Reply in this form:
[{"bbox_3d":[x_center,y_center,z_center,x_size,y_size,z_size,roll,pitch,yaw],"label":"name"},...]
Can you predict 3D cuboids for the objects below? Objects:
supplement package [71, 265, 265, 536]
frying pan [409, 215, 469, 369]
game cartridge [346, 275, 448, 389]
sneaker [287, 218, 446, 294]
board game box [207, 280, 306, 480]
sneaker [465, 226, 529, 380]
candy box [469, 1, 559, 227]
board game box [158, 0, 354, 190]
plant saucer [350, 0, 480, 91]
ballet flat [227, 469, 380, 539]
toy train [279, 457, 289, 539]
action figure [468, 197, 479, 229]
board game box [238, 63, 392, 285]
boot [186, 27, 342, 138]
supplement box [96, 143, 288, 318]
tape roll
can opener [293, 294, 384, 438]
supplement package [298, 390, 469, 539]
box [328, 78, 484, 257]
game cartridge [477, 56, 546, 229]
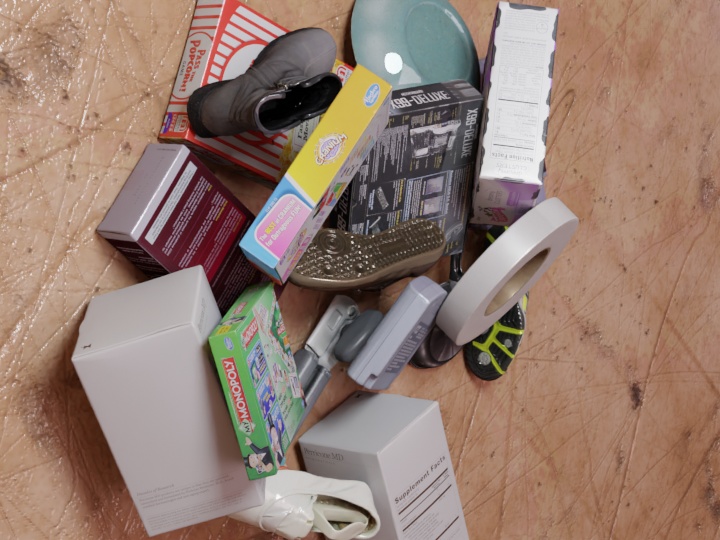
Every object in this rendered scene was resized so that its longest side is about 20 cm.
[{"bbox_3d":[-0.174,0.122,1.323,0.122,0.118,0.202,-94,167,-64],"label":"supplement package"},{"bbox_3d":[0.116,0.035,1.684,0.115,0.031,0.192,25,94,-53],"label":"frying pan"},{"bbox_3d":[0.045,0.069,1.543,0.134,0.040,0.200,-51,171,0],"label":"game cartridge"},{"bbox_3d":[0.000,0.000,1.485,0.198,0.071,0.076,-9,147,-30],"label":"sneaker"},{"bbox_3d":[-0.093,0.098,1.325,0.200,0.029,0.136,-64,139,-77],"label":"board game box"},{"bbox_3d":[0.183,0.039,1.755,0.076,0.075,0.203,-4,108,-67],"label":"sneaker"},{"bbox_3d":[0.168,-0.167,1.562,0.168,0.070,0.203,89,7,-76],"label":"candy box"},{"bbox_3d":[-0.102,-0.173,1.452,0.199,0.046,0.154,22,79,-45],"label":"board game box"},{"bbox_3d":[0.076,-0.246,1.583,0.199,0.038,0.204,16,65,-37],"label":"plant saucer"},{"bbox_3d":[-0.052,0.243,1.428,0.199,0.069,0.070,13,86,-45],"label":"ballet flat"},{"bbox_3d":[-0.102,0.266,1.479,0.150,0.055,0.201,-42,128,-22],"label":"toy train"},{"bbox_3d":[0.083,-0.130,1.636,0.200,0.069,0.131,46,71,-35],"label":"action figure"},{"bbox_3d":[-0.040,-0.087,1.346,0.040,0.153,0.201,33,84,3],"label":"board game box"},{"bbox_3d":[-0.060,-0.178,1.366,0.200,0.131,0.070,-41,120,-35],"label":"boot"},{"bbox_3d":[-0.157,-0.023,1.404,0.200,0.060,0.110,47,63,-38],"label":"supplement box"},{"bbox_3d":[0.167,0.002,1.597,0.203,0.037,0.203,-43,166,-13],"label":"tape roll"},{"bbox_3d":[-0.050,0.112,1.534,0.201,0.066,0.053,-55,128,-19],"label":"can opener"},{"bbox_3d":[0.029,0.255,1.584,0.119,0.120,0.202,-34,118,-43],"label":"supplement package"},{"bbox_3d":[0.047,-0.099,1.533,0.156,0.050,0.202,-14,128,-26],"label":"box"},{"bbox_3d":[0.176,-0.166,1.749,0.129,0.038,0.203,-24,112,-37],"label":"game cartridge"}]
